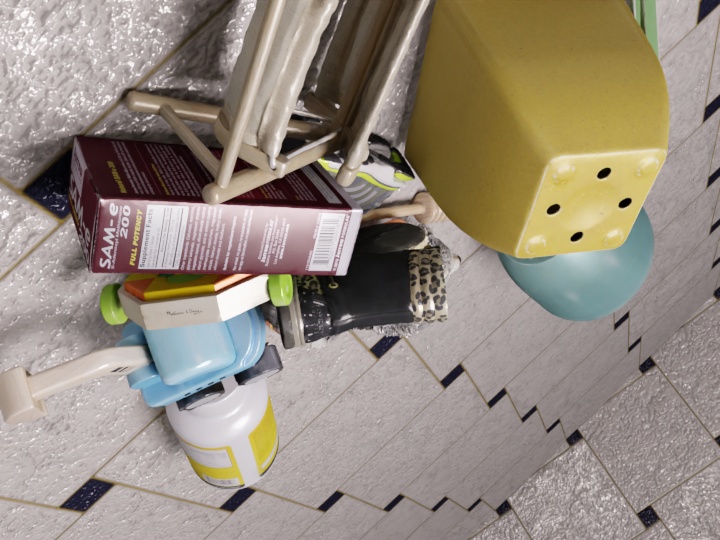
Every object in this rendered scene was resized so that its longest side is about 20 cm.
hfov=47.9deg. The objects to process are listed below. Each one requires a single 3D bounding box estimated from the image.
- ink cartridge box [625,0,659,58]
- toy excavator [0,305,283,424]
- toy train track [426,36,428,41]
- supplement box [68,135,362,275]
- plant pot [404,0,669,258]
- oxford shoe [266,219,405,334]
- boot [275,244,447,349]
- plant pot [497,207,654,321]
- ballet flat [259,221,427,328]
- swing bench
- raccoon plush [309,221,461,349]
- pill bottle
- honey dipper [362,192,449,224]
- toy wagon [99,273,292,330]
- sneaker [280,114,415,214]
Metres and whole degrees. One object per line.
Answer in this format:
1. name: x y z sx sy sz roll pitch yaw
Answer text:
1. ink cartridge box: 0.291 -0.242 0.850 0.047 0.148 0.200 -1 173 3
2. toy excavator: -0.186 0.072 0.706 0.192 0.101 0.200 -24 168 8
3. toy train track: 0.138 -0.286 0.757 0.201 0.033 0.114 -50 152 14
4. supplement box: -0.110 -0.048 0.614 0.197 0.109 0.062 1 120 -29
5. plant pot: 0.172 -0.123 0.758 0.191 0.202 0.197 -5 138 -16
6. oxford shoe: -0.019 0.025 0.915 0.199 0.074 0.071 -35 157 13
7. boot: 0.000 0.002 0.766 0.151 0.204 0.075 -7 116 2
8. plant pot: 0.275 -0.048 1.106 0.160 0.201 0.201 23 112 -47
9. ballet flat: -0.020 0.001 0.872 0.197 0.067 0.057 -22 128 6
10. swing bench: -0.035 -0.172 0.585 0.198 0.130 0.201 -12 138 -43
11. raccoon plush: 0.030 0.032 0.959 0.199 0.097 0.134 -34 162 -16
12. pill bottle: -0.153 0.157 0.900 0.111 0.112 0.201 -32 150 -20
13. honey dipper: 0.035 -0.065 0.923 0.198 0.038 0.038 -12 140 -43
14. toy wagon: -0.125 -0.007 0.696 0.152 0.201 0.040 -7 114 10
15. sneaker: -0.024 -0.090 0.778 0.081 0.074 0.199 -50 150 21
